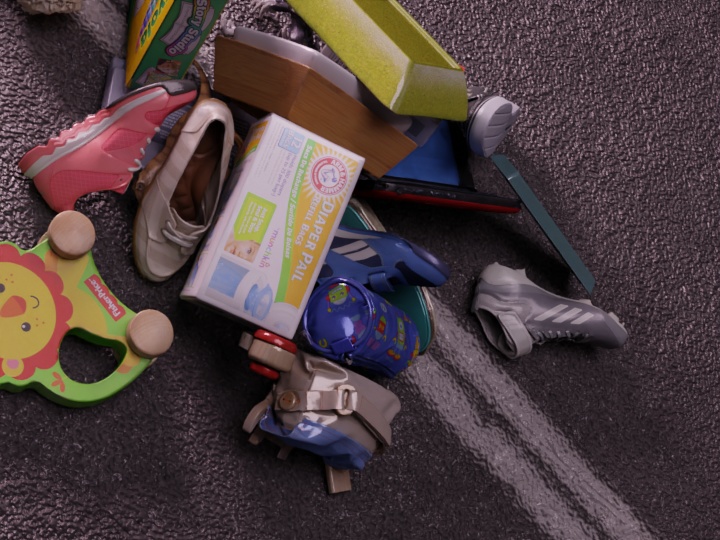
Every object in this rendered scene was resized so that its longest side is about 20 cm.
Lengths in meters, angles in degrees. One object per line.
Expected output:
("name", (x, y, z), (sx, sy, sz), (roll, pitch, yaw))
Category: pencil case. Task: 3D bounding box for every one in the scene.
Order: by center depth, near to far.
("pencil case", (0.003, 0.065, 1.626), (0.200, 0.077, 0.088), (32, 51, -70))

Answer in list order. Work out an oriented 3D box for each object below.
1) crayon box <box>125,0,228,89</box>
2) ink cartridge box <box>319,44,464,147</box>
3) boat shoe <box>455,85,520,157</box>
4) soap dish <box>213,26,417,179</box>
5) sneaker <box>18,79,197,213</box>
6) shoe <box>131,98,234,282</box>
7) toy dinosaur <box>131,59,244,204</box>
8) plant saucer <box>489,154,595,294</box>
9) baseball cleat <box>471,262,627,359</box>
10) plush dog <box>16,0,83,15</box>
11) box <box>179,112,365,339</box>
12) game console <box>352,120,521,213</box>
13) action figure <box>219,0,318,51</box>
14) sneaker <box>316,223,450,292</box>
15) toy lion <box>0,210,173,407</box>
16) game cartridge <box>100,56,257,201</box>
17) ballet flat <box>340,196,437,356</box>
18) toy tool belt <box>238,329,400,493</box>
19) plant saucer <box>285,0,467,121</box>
("crayon box", (-0.185, -0.311, 1.645), (0.058, 0.200, 0.174), (18, 42, -23))
("ink cartridge box", (0.049, -0.254, 1.848), (0.160, 0.050, 0.201), (38, 40, -6))
("boat shoe", (0.140, -0.182, 1.857), (0.070, 0.073, 0.200), (28, 10, 7))
("soap dish", (-0.053, -0.178, 1.677), (0.199, 0.157, 0.082), (30, 85, -48))
("sneaker", (-0.246, -0.127, 1.596), (0.199, 0.074, 0.087), (-29, 99, 0))
("shoe", (-0.180, -0.077, 1.586), (0.069, 0.053, 0.202), (15, 105, -26))
("toy dinosaur", (-0.172, -0.147, 1.648), (0.106, 0.060, 0.201), (33, 55, -13))
("plant saucer", (0.219, -0.057, 1.850), (0.200, 0.019, 0.070), (50, 6, -29))
("baseball cleat", (0.218, 0.070, 1.837), (0.198, 0.070, 0.107), (24, 64, -9))
("plush dog", (-0.337, -0.394, 1.666), (0.170, 0.161, 0.201), (25, 51, 12))
("box", (-0.090, -0.044, 1.584), (0.112, 0.101, 0.202), (23, 83, -14))
("game console", (0.071, -0.136, 1.805), (0.198, 0.172, 0.120), (5, 92, -29))
("action figure", (-0.099, -0.295, 1.780), (0.119, 0.101, 0.202), (-53, 142, -64))
("sneaker", (0.000, 0.000, 1.680), (0.198, 0.074, 0.083), (10, 73, 20))
("toy lion", (-0.310, 0.052, 1.516), (0.191, 0.069, 0.201), (-41, 93, -31))
("game cartridge", (-0.190, -0.141, 1.692), (0.198, 0.041, 0.134), (19, 56, -23))
("ballet flat", (0.034, 0.000, 1.751), (0.201, 0.067, 0.062), (60, 24, 3))
("toy tool belt", (-0.055, 0.149, 1.581), (0.199, 0.124, 0.124), (29, 81, -43))
("plant saucer", (0.028, -0.252, 1.706), (0.200, 0.048, 0.199), (49, 22, 17))
